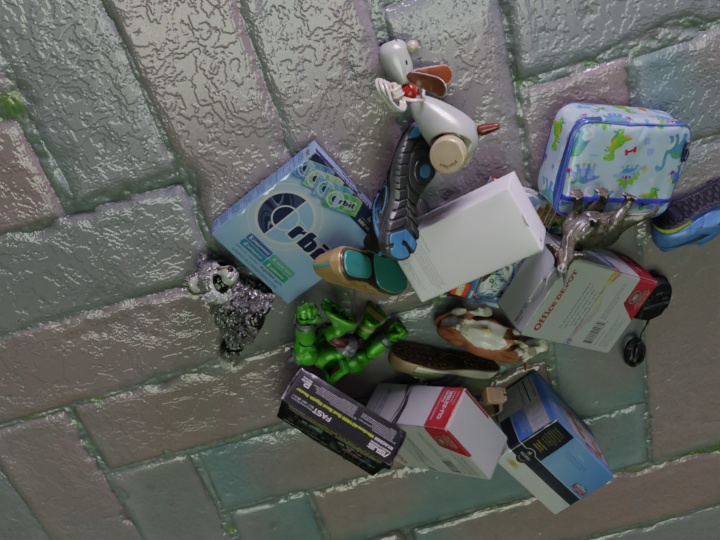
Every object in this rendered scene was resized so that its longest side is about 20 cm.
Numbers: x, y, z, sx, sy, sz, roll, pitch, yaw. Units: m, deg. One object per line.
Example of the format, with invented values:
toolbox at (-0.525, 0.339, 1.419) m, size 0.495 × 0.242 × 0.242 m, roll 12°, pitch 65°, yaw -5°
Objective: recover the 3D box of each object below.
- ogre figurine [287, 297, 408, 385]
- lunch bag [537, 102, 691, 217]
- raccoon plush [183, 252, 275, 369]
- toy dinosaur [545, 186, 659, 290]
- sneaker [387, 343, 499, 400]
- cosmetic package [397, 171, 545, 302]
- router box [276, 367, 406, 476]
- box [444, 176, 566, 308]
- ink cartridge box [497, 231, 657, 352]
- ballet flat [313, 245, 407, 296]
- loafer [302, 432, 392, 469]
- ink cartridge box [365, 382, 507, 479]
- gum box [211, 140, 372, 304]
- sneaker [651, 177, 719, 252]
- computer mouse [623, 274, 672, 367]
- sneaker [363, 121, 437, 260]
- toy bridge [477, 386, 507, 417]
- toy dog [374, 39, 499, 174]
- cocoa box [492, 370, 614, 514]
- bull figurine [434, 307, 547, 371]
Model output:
ogre figurine at (-0.033, 0.111, 1.279) m, size 0.200 × 0.098 × 0.120 m, roll -2°, pitch 135°, yaw -51°
lunch bag at (0.366, -0.152, 1.166) m, size 0.199 × 0.083 × 0.161 m, roll 1°, pitch 121°, yaw -16°
raccoon plush at (-0.224, 0.069, 1.243) m, size 0.134 × 0.097 × 0.200 m, roll 26°, pitch 116°, yaw -12°
toy dinosaur at (0.329, -0.062, 1.134) m, size 0.200 × 0.077 × 0.102 m, roll -25°, pitch 144°, yaw -27°
sneaker at (0.132, 0.184, 1.362) m, size 0.199 × 0.067 × 0.090 m, roll 9°, pitch 118°, yaw -20°
cosmetic package at (0.155, -0.047, 1.175) m, size 0.200 × 0.085 × 0.108 m, roll -24°, pitch 105°, yaw 24°
router box at (-0.035, 0.247, 1.305) m, size 0.200 × 0.062 × 0.150 m, roll 31°, pitch 159°, yaw 2°
box at (0.226, -0.036, 1.256) m, size 0.136 × 0.040 × 0.200 m, roll 14°, pitch 119°, yaw -16°
ink cartridge box at (0.337, 0.036, 1.259) m, size 0.199 × 0.083 × 0.146 m, roll 14°, pitch 118°, yaw -32°
ballet flat at (0.000, 0.000, 1.212) m, size 0.063 × 0.069 × 0.200 m, roll -10°, pitch 164°, yaw 30°
loafer at (-0.025, 0.293, 1.414) m, size 0.200 × 0.070 × 0.068 m, roll 26°, pitch 115°, yaw -21°
ink cartridge box at (0.118, 0.264, 1.346) m, size 0.200 × 0.084 × 0.144 m, roll -5°, pitch 134°, yaw 46°
gum box at (-0.089, -0.067, 1.196) m, size 0.200 × 0.045 × 0.170 m, roll -36°, pitch 120°, yaw 16°
sneaker at (0.549, -0.088, 1.253) m, size 0.200 × 0.066 × 0.079 m, roll -24°, pitch 133°, yaw 9°
computer mouse at (0.479, 0.085, 1.373) m, size 0.058 × 0.034 × 0.201 m, roll -11°, pitch 129°, yaw -20°
sneaker at (0.051, -0.116, 1.145) m, size 0.073 × 0.082 × 0.201 m, roll 20°, pitch 84°, yaw -35°
toy bridge at (0.200, 0.238, 1.379) m, size 0.067 × 0.027 × 0.200 m, roll 2°, pitch 155°, yaw -19°
toy dog at (0.111, -0.223, 1.075) m, size 0.096 × 0.132 × 0.200 m, roll -28°, pitch 122°, yaw 23°
cocoa box at (0.326, 0.304, 1.426) m, size 0.131 × 0.134 × 0.200 m, roll -38°, pitch 119°, yaw 16°
bull figurine at (0.220, 0.110, 1.311) m, size 0.199 × 0.065 × 0.121 m, roll 15°, pitch 162°, yaw -8°
